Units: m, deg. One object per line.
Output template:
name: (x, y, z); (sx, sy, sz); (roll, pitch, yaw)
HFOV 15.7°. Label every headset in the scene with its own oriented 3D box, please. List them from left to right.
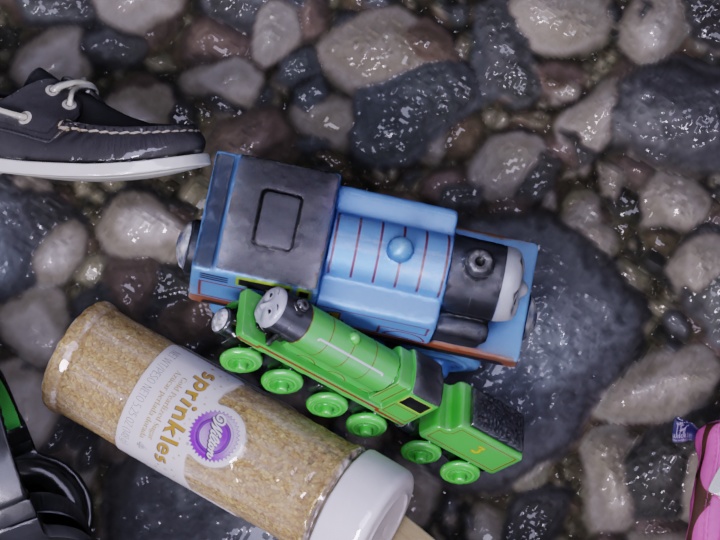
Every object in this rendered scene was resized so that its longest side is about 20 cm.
headset: (-0.186, 0.147, 1.381); (0.094, 0.124, 0.200); (-20, 108, -2)

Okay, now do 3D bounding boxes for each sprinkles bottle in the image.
sprinkles bottle: (-0.071, 0.090, 1.387); (0.200, 0.068, 0.068); (28, 86, 15)

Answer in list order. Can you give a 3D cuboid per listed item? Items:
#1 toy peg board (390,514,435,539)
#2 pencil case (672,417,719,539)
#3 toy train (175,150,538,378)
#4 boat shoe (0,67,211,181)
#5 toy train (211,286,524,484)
toy peg board: (0.010, 0.258, 1.370); (0.199, 0.098, 0.200); (-41, 55, -17)
pencil case: (0.201, 0.176, 1.380); (0.090, 0.094, 0.200); (2, 65, 16)
toy train: (0.000, 0.000, 1.390); (0.199, 0.114, 0.087); (13, 75, -1)
boat shoe: (-0.173, -0.078, 1.393); (0.199, 0.074, 0.061); (2, 91, 25)
toy train: (0.008, 0.060, 1.377); (0.200, 0.056, 0.042); (30, 49, -34)
